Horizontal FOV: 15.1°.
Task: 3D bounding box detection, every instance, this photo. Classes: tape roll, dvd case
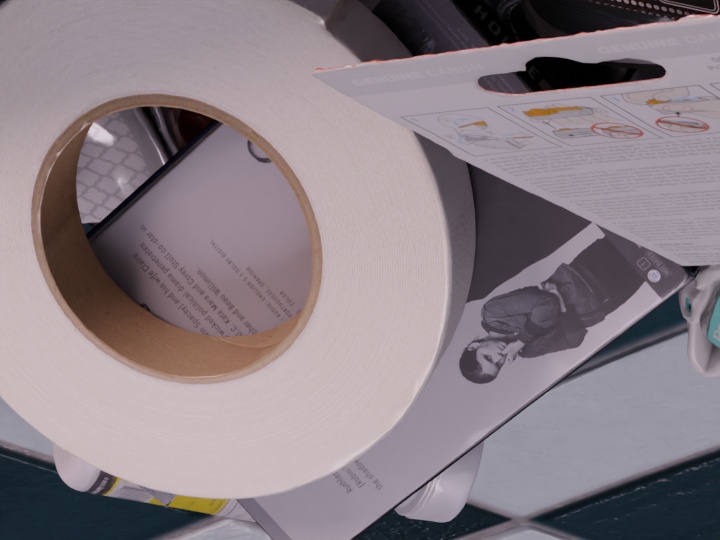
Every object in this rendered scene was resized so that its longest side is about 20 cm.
[{"bbox_3d":[-0.058,-0.017,0.944,0.201,0.037,0.204,8,116,16],"label":"tape roll"},{"bbox_3d":[0.000,0.000,0.968,0.200,0.025,0.150,-39,96,28],"label":"dvd case"}]

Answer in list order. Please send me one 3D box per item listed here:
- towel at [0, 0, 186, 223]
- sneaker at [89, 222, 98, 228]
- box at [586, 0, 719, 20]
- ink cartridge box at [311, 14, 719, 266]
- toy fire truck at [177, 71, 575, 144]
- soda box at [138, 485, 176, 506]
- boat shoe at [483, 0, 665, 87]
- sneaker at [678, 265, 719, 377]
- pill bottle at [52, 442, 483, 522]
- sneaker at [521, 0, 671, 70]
[{"bbox_3d":[-0.173,-0.085,1.056,0.189,0.032,0.201,-5,135,16],"label":"towel"},{"bbox_3d":[-0.071,-0.032,1.167,0.081,0.075,0.200,-10,151,30],"label":"sneaker"},{"bbox_3d":[0.020,-0.169,0.746,0.199,0.048,0.194,16,142,32],"label":"box"},{"bbox_3d":[0.108,-0.052,0.804,0.161,0.051,0.199,-4,159,41],"label":"ink cartridge box"},{"bbox_3d":[0.008,-0.039,1.073,0.200,0.112,0.168,44,167,-2],"label":"toy fire truck"},{"bbox_3d":[-0.144,0.013,1.168,0.199,0.064,0.068,34,166,22],"label":"soda box"},{"bbox_3d":[0.109,-0.071,1.074,0.071,0.068,0.200,-14,150,32],"label":"boat shoe"},{"bbox_3d":[0.146,-0.016,0.980,0.075,0.089,0.200,21,163,13],"label":"sneaker"},{"bbox_3d":[-0.044,0.068,1.335,0.198,0.113,0.112,11,154,-17],"label":"pill bottle"},{"bbox_3d":[0.146,-0.128,0.927,0.198,0.084,0.121,-10,158,9],"label":"sneaker"}]
